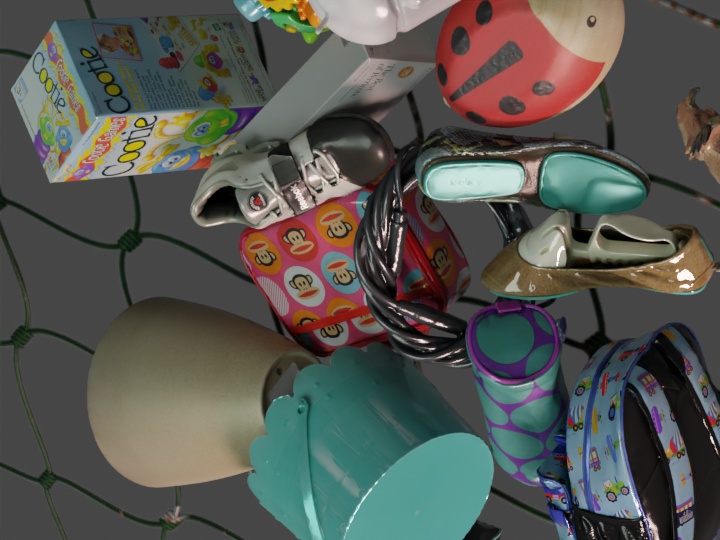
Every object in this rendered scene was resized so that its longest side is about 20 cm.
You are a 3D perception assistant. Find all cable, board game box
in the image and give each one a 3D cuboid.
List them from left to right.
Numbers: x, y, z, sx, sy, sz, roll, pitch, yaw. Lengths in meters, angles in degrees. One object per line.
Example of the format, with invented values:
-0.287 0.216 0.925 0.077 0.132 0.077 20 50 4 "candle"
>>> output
-0.191 -0.155 1.794 0.103 0.199 0.105 -45 62 43 "board game box"
0.072 -0.017 1.755 0.162 0.051 0.201 -29 107 2 "cable"

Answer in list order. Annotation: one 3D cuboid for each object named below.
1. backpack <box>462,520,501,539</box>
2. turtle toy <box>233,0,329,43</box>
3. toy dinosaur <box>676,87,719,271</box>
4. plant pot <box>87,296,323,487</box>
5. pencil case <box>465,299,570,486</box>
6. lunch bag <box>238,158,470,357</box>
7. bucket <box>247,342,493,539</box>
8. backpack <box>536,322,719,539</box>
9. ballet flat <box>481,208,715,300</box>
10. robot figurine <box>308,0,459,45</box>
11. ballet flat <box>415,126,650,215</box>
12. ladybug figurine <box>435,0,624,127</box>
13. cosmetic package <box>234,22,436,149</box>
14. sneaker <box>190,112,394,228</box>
0.044 0.331 1.961 0.152 0.176 0.201 21 143 20 "backpack"
-0.059 -0.284 1.703 0.145 0.101 0.202 9 122 31 "turtle toy"
0.333 -0.080 1.569 0.198 0.086 0.137 -4 108 31 "toy dinosaur"
-0.129 0.120 1.924 0.199 0.187 0.189 0 117 46 "plant pot"
0.144 0.106 1.752 0.084 0.093 0.201 1 147 12 "pencil case"
0.000 0.000 1.858 0.199 0.082 0.177 -18 110 41 "lunch bag"
0.013 0.183 1.829 0.135 0.206 0.209 42 138 38 "bucket"
0.234 0.150 1.706 0.134 0.183 0.201 0 121 38 "backpack"
0.196 -0.017 1.682 0.198 0.068 0.073 2 136 17 "ballet flat"
0.035 -0.254 1.594 0.113 0.199 0.170 63 171 -31 "robot figurine"
0.144 -0.091 1.690 0.198 0.075 0.075 6 127 -7 "ballet flat"
0.129 -0.183 1.652 0.136 0.072 0.200 49 133 0 "ladybug figurine"
-0.022 -0.147 1.769 0.200 0.082 0.051 -42 61 44 "cosmetic package"
-0.061 -0.074 1.729 0.199 0.089 0.074 -16 117 35 "sneaker"
